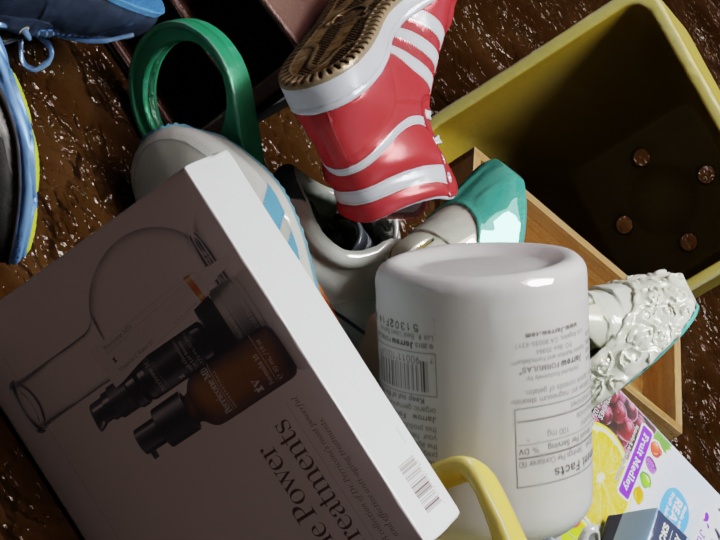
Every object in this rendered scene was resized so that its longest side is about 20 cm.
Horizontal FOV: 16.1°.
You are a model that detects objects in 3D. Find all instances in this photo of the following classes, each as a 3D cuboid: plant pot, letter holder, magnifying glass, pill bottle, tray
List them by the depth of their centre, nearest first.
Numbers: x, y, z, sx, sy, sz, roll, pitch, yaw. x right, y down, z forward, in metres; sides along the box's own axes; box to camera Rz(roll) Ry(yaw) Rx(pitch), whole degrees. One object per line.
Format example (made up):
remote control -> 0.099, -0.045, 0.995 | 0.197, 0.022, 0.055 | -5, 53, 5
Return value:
pill bottle -> 0.068, 0.092, 1.362 | 0.114, 0.114, 0.201 | -26, 116, -65
magnifying glass -> -0.068, -0.049, 1.397 | 0.022, 0.080, 0.201 | -14, 69, -50
letter holder -> -0.071, -0.170, 1.525 | 0.142, 0.100, 0.200 | 54, 24, -1
tray -> 0.123, 0.021, 1.580 | 0.200, 0.037, 0.099 | 39, 37, -29
plant pot -> 0.189, -0.057, 1.769 | 0.195, 0.195, 0.200 | 62, 18, 12

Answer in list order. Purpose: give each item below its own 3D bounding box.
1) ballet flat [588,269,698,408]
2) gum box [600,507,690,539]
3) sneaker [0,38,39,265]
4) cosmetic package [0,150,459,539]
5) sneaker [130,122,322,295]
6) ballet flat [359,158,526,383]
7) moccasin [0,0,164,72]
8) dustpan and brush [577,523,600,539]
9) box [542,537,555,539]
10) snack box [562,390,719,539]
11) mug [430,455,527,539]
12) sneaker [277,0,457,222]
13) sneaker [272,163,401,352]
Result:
ballet flat -> 0.114, 0.056, 1.488 | 0.072, 0.200, 0.072 | 46, -12, 13
gum box -> 0.192, 0.264, 1.468 | 0.200, 0.044, 0.170 | 43, 54, -26
sneaker -> -0.210, -0.094, 1.220 | 0.071, 0.082, 0.201 | -144, -150, -76
cosmetic package -> -0.072, 0.070, 1.169 | 0.201, 0.150, 0.052 | 57, 26, 2
sneaker -> -0.070, 0.008, 1.338 | 0.081, 0.076, 0.201 | 3, 56, -59
ballet flat -> 0.040, 0.023, 1.439 | 0.070, 0.067, 0.201 | 26, 77, -41
moccasin -> -0.189, -0.154, 1.331 | 0.199, 0.068, 0.081 | 16, 34, -49
dustpan and brush -> 0.126, 0.236, 1.344 | 0.139, 0.057, 0.201 | -6, 107, -41
box -> 0.053, 0.251, 1.119 | 0.184, 0.200, 0.105 | 51, 26, -11
snack box -> 0.167, 0.180, 1.534 | 0.200, 0.053, 0.143 | 46, 53, -25
mug -> 0.051, 0.194, 1.242 | 0.187, 0.153, 0.149 | 58, 25, 4
sneaker -> 0.023, -0.101, 1.436 | 0.200, 0.071, 0.113 | -52, 125, -52
sneaker -> 0.000, 0.000, 1.481 | 0.200, 0.071, 0.073 | 27, 37, -47
